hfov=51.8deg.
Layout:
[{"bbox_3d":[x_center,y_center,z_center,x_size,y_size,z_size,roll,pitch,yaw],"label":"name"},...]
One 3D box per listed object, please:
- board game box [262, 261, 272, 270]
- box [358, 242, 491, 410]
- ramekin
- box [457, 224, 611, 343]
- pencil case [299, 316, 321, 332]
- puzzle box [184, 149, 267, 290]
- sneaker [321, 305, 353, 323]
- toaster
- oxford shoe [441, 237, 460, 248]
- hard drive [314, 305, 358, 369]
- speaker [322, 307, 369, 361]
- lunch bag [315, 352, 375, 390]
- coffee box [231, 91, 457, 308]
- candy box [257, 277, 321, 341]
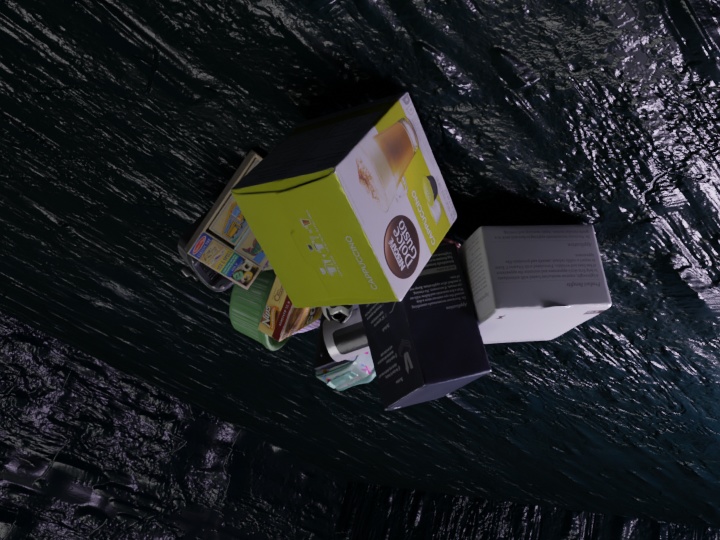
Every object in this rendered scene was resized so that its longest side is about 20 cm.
[{"bbox_3d":[-0.171,-0.043,1.394,0.197,0.121,0.033,-8,128,43],"label":"board game box"},{"bbox_3d":[0.090,0.092,1.153,0.115,0.205,0.197,-9,163,-19],"label":"box"},{"bbox_3d":[-0.185,0.050,1.515,0.096,0.203,0.201,18,157,15],"label":"ramekin"},{"bbox_3d":[0.246,0.027,1.159,0.194,0.134,0.200,-2,160,-16],"label":"box"},{"bbox_3d":[-0.129,0.096,1.697,0.084,0.086,0.199,-12,171,-32],"label":"pencil case"},{"bbox_3d":[-0.187,-0.083,1.247,0.132,0.202,0.025,33,-176,-33],"label":"puzzle box"},{"bbox_3d":[-0.048,0.055,1.295,0.072,0.082,0.200,2,169,-4],"label":"sneaker"},{"bbox_3d":[-0.239,-0.060,1.340,0.114,0.200,0.128,52,162,-25],"label":"toaster"},{"bbox_3d":[0.106,-0.025,1.283,0.197,0.072,0.074,14,171,-36],"label":"oxford shoe"},{"bbox_3d":[-0.037,0.094,1.488,0.042,0.205,0.134,20,155,-25],"label":"hard drive"},{"bbox_3d":[0.034,0.096,1.337,0.196,0.083,0.081,-20,144,16],"label":"speaker"},{"bbox_3d":[-0.012,0.165,1.544,0.076,0.163,0.199,27,151,-18],"label":"lunch bag"},{"bbox_3d":[-0.017,-0.090,1.018,0.197,0.199,0.202,-5,124,40],"label":"coffee box"},{"bbox_3d":[-0.119,0.054,1.443,0.054,0.118,0.199,26,-164,14],"label":"candy box"}]
